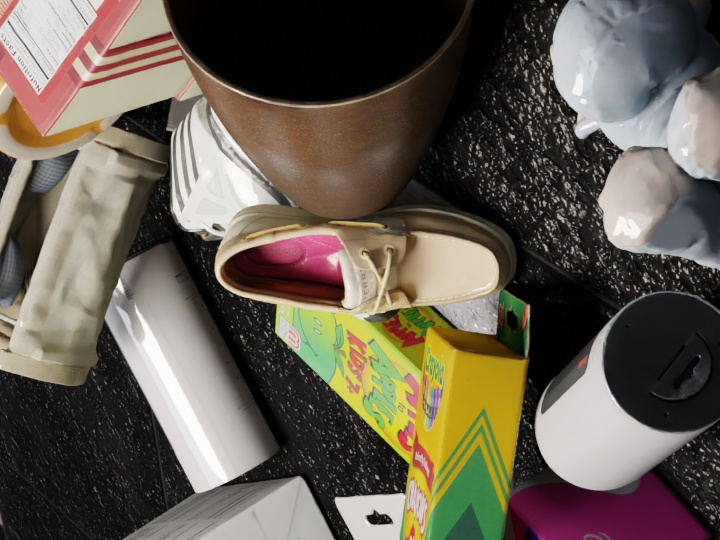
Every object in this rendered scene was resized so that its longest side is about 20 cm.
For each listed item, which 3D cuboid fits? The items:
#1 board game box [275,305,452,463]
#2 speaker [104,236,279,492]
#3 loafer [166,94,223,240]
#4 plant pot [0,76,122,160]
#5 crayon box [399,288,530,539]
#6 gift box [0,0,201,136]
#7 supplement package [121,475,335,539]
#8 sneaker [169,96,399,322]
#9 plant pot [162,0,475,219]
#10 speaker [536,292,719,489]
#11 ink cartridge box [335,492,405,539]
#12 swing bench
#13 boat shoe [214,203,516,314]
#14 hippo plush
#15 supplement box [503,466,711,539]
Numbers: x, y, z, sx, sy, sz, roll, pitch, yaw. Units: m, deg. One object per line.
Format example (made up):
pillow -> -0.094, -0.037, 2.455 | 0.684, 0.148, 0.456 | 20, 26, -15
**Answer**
board game box -> 0.021, 0.062, 1.674 | 0.200, 0.048, 0.102 | 43, 147, 29
speaker -> -0.143, 0.078, 1.922 | 0.200, 0.081, 0.081 | 62, 151, -5
loafer -> -0.105, -0.115, 1.690 | 0.073, 0.072, 0.200 | 11, 124, 56
plant pot -> -0.254, -0.186, 1.708 | 0.183, 0.200, 0.200 | 53, 152, 28
crayon box -> 0.065, 0.111, 1.507 | 0.127, 0.051, 0.201 | -144, 62, -83
gift box -> -0.140, -0.215, 1.549 | 0.200, 0.187, 0.185 | -40, 78, 41
supplement package -> -0.115, 0.278, 1.982 | 0.200, 0.150, 0.152 | -16, 103, 61
sneaker -> -0.057, -0.036, 1.645 | 0.201, 0.076, 0.115 | 53, 136, -3
plant pot -> -0.017, -0.124, 1.461 | 0.187, 0.187, 0.200 | 46, 163, 25
speaker -> 0.158, 0.073, 1.366 | 0.081, 0.081, 0.200 | 56, 167, 8
ink cartridge box -> 0.074, 0.234, 1.719 | 0.116, 0.068, 0.200 | -13, 107, 61
swing bench -> -0.248, -0.031, 1.847 | 0.200, 0.130, 0.199 | 25, 94, 45
boat shoe -> 0.000, 0.000, 1.537 | 0.199, 0.069, 0.074 | 1, 116, 16
hippo plush -> 0.188, -0.088, 1.217 | 0.200, 0.159, 0.161 | 30, -155, -50
supplement box -> 0.141, 0.212, 1.564 | 0.101, 0.103, 0.200 | 47, 147, 24
